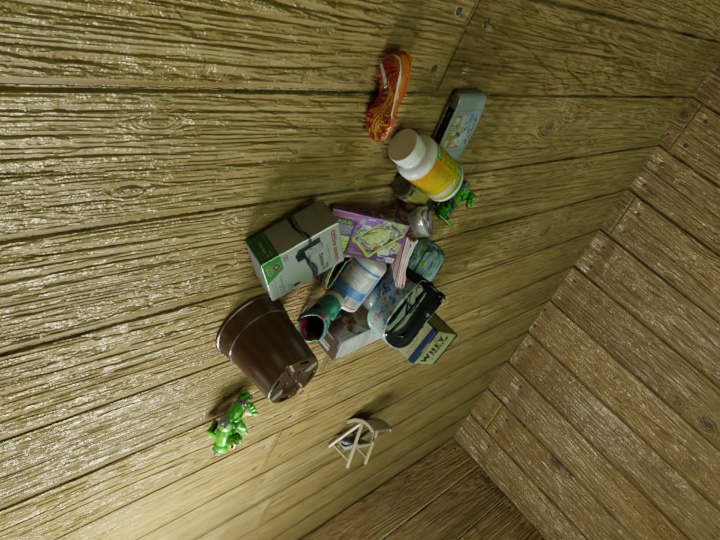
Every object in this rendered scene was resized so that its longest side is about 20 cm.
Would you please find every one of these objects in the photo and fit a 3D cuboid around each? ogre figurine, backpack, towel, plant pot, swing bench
[{"bbox_3d":[0.263,-0.198,1.798,0.120,0.098,0.200,-49,156,4],"label":"ogre figurine"},{"bbox_3d":[0.167,-0.027,1.872,0.164,0.153,0.199,-53,140,2],"label":"backpack"},{"bbox_3d":[0.111,0.105,1.741,0.202,0.150,0.177,-56,141,-3],"label":"backpack"},{"bbox_3d":[0.107,-0.068,1.656,0.029,0.201,0.148,7,122,-10],"label":"towel"},{"bbox_3d":[-0.217,0.199,1.546,0.199,0.198,0.202,-33,152,-21],"label":"plant pot"},{"bbox_3d":[0.002,0.693,2.640,0.201,0.129,0.198,-54,152,5],"label":"swing bench"},{"bbox_3d":[-0.362,0.440,1.781,0.200,0.098,0.120,-48,175,38],"label":"ogre figurine"}]

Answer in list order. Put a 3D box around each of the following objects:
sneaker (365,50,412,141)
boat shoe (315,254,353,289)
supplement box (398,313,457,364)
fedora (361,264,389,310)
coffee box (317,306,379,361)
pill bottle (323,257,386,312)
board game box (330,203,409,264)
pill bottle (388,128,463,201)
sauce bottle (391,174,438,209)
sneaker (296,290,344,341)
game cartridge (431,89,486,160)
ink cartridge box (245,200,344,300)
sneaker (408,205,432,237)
[{"bbox_3d":[0.066,-0.357,1.326,0.077,0.073,0.202,-34,155,-43],"label":"sneaker"},{"bbox_3d":[-0.044,-0.044,1.610,0.200,0.063,0.071,-49,152,3],"label":"boat shoe"},{"bbox_3d":[0.183,0.193,2.117,0.135,0.200,0.199,-52,152,12],"label":"supplement box"},{"bbox_3d":[0.037,0.044,1.817,0.176,0.090,0.202,-31,150,-28],"label":"fedora"},{"bbox_3d":[-0.032,0.167,1.865,0.198,0.114,0.080,-19,144,-40],"label":"coffee box"},{"bbox_3d":[0.000,0.000,1.680,0.201,0.112,0.112,-53,153,13],"label":"pill bottle"},{"bbox_3d":[0.008,-0.086,1.545,0.197,0.033,0.121,12,128,-19],"label":"board game box"},{"bbox_3d":[0.154,-0.255,1.525,0.111,0.111,0.199,-50,138,11],"label":"pill bottle"},{"bbox_3d":[0.149,-0.200,1.672,0.065,0.065,0.199,-51,155,12],"label":"sauce bottle"},{"bbox_3d":[-0.126,0.139,1.650,0.200,0.084,0.121,-43,-175,47],"label":"sneaker"},{"bbox_3d":[0.242,-0.361,1.614,0.132,0.042,0.202,-14,140,-40],"label":"game cartridge"},{"bbox_3d":[-0.141,-0.044,1.419,0.198,0.083,0.148,-31,148,-15],"label":"ink cartridge box"},{"bbox_3d":[0.145,-0.123,1.713,0.098,0.076,0.200,0,172,7],"label":"sneaker"}]
